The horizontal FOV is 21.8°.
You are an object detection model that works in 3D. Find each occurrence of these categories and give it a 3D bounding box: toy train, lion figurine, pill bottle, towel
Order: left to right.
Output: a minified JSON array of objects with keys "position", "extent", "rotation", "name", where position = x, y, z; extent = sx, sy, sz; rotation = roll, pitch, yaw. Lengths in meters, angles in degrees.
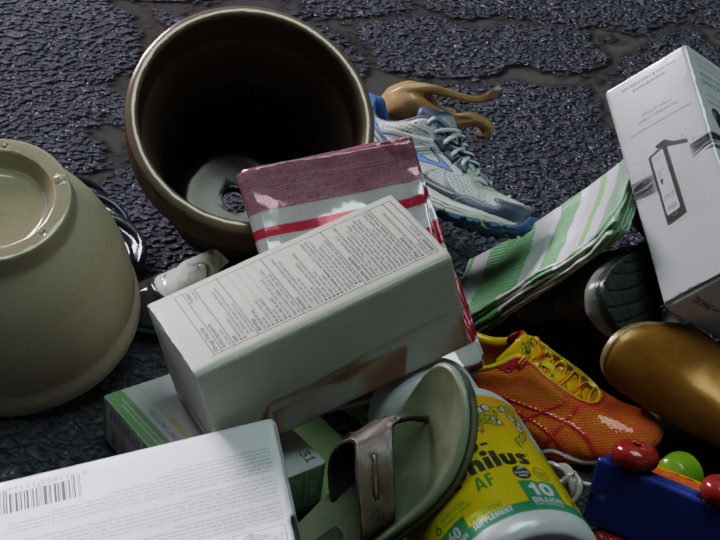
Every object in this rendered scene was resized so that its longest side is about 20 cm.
[{"position":[0.000,0.000,1.418],"extent":[0.143,0.023,0.201],"rotation":[-13,71,-13],"name":"towel"},{"position":[0.021,-0.118,1.659],"extent":[0.122,0.200,0.073],"rotation":[30,24,-33],"name":"lion figurine"},{"position":[0.077,0.152,1.291],"extent":[0.112,0.113,0.200],"rotation":[-5,36,-20],"name":"pill bottle"},{"position":[0.148,-0.019,1.524],"extent":[0.023,0.200,0.153],"rotation":[46,32,-11],"name":"towel"},{"position":[0.207,0.156,1.361],"extent":[0.199,0.085,0.115],"rotation":[21,18,31],"name":"toy train"}]

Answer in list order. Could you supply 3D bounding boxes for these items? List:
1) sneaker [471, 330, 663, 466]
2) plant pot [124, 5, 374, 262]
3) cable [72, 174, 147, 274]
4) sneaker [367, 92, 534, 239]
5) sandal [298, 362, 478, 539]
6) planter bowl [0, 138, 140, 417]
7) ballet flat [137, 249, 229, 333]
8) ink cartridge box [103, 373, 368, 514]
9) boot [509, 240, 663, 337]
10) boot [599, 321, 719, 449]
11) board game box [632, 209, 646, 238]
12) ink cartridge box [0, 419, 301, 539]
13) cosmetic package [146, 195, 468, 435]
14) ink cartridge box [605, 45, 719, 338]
[{"position":[0.137,0.092,1.432],"extent":[0.199,0.078,0.073],"rotation":[19,33,8],"name":"sneaker"},{"position":[-0.100,-0.090,1.543],"extent":[0.199,0.175,0.202],"rotation":[4,68,-9],"name":"plant pot"},{"position":[-0.258,-0.019,1.550],"extent":[0.162,0.051,0.200],"rotation":[-6,34,-31],"name":"cable"},{"position":[0.063,-0.092,1.566],"extent":[0.199,0.086,0.077],"rotation":[26,1,22],"name":"sneaker"},{"position":[0.003,0.144,1.233],"extent":[0.057,0.201,0.080],"rotation":[41,1,-38],"name":"sandal"},{"position":[-0.267,-0.010,1.393],"extent":[0.199,0.135,0.201],"rotation":[1,52,-1],"name":"planter bowl"},{"position":[-0.102,0.021,1.489],"extent":[0.199,0.069,0.068],"rotation":[10,25,5],"name":"ballet flat"},{"position":[-0.068,0.119,1.374],"extent":[0.199,0.048,0.145],"rotation":[-18,41,-32],"name":"ink cartridge box"},{"position":[0.176,0.026,1.508],"extent":[0.130,0.068,0.200],"rotation":[-15,5,23],"name":"boot"},{"position":[0.285,0.111,1.394],"extent":[0.200,0.071,0.144],"rotation":[22,15,-30],"name":"boot"},{"position":[0.291,-0.005,1.560],"extent":[0.200,0.019,0.103],"rotation":[42,24,-22],"name":"board game box"},{"position":[-0.136,0.189,1.203],"extent":[0.199,0.045,0.177],"rotation":[-13,40,-3],"name":"ink cartridge box"},{"position":[-0.036,0.039,1.324],"extent":[0.199,0.088,0.103],"rotation":[-23,37,-13],"name":"cosmetic package"},{"position":[0.285,-0.054,1.475],"extent":[0.146,0.084,0.201],"rotation":[23,46,-46],"name":"ink cartridge box"}]
